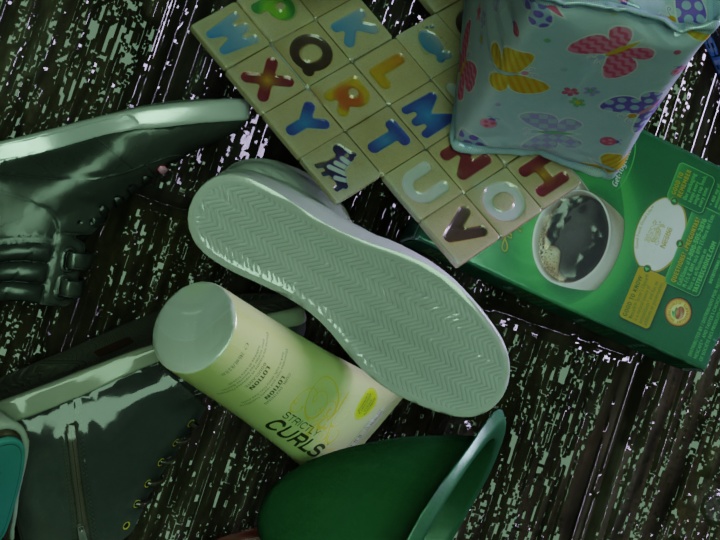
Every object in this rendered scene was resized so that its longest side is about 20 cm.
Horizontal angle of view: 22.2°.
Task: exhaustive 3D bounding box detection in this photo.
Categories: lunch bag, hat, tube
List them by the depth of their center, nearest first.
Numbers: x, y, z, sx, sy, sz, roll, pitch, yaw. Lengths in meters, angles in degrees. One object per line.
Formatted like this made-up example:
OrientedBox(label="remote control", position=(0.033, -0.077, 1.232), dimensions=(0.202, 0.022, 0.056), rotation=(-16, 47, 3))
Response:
OrientedBox(label="lunch bag", position=(0.118, -0.179, 1.011), dimensions=(0.127, 0.170, 0.200), rotation=(11, 64, -8))
OrientedBox(label="tube", position=(-0.040, 0.064, 1.014), dimensions=(0.058, 0.200, 0.052), rotation=(-14, 62, 22))
OrientedBox(label="hat", position=(-0.040, 0.122, 1.037), dimensions=(0.176, 0.166, 0.200), rotation=(29, 54, 12))

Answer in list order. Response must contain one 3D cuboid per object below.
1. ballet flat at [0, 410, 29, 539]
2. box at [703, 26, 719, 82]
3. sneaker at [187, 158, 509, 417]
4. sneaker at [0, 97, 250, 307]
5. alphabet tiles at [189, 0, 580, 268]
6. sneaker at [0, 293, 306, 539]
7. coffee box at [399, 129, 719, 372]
OrientedBox(label="ballet flat", position=(-0.226, 0.148, 1.008), dimensions=(0.069, 0.069, 0.200), rotation=(10, 121, -11))
OrientedBox(label="box", position=(0.301, -0.177, 1.120), dimensions=(0.198, 0.050, 0.200), rotation=(-19, 81, -12))
OrientedBox(label="sneaker", position=(0.000, 0.000, 1.039), dimensions=(0.200, 0.116, 0.074), rotation=(36, 102, -5))
OrientedBox(label="sneaker", position=(-0.151, -0.036, 1.037), dimensions=(0.200, 0.071, 0.099), rotation=(-16, 95, -5))
OrientedBox(label="alphabet tiles", position=(0.027, -0.101, 1.044), dimensions=(0.167, 0.008, 0.200), rotation=(-33, 76, -29))
OrientedBox(label="sneaker", position=(-0.116, 0.087, 1.049), dimensions=(0.200, 0.075, 0.106), rotation=(-20, 106, -11))
OrientedBox(label="coffee box", position=(0.137, -0.032, 1.106), dimensions=(0.200, 0.044, 0.123), rotation=(23, 84, -11))
